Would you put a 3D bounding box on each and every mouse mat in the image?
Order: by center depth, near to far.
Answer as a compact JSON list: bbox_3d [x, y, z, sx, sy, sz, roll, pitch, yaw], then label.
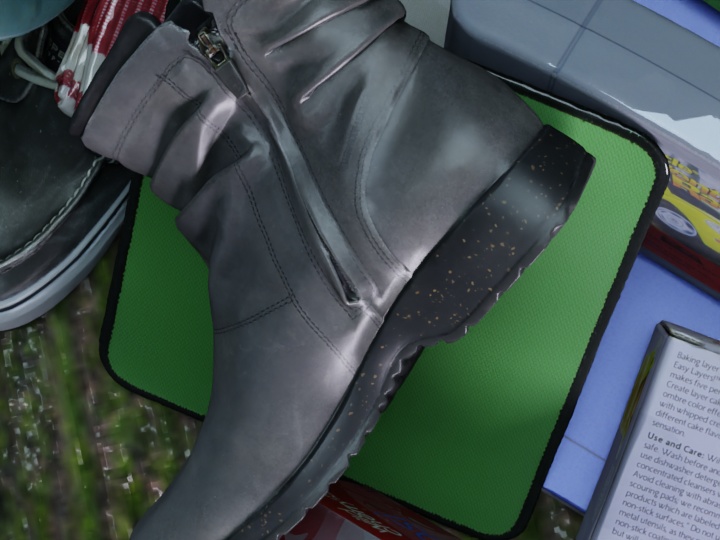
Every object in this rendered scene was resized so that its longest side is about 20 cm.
[{"bbox_3d":[0.000,0.000,0.840,0.160,0.201,0.008,23,46,5],"label":"mouse mat"}]

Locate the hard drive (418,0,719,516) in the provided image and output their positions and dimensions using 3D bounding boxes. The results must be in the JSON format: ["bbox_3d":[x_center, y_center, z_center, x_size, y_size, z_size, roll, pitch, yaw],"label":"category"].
[{"bbox_3d":[0.106,-0.015,0.902,0.131,0.025,0.201,30,86,6],"label":"hard drive"}]

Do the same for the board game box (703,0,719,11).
[{"bbox_3d":[0.159,-0.140,0.896,0.199,0.029,0.135,34,69,6],"label":"board game box"}]

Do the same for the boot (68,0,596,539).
[{"bbox_3d":[-0.037,-0.005,0.781,0.131,0.070,0.200,40,106,-3],"label":"boot"}]

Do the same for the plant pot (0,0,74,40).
[{"bbox_3d":[-0.170,-0.158,0.817,0.187,0.200,0.201,18,84,27],"label":"plant pot"}]

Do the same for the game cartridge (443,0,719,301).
[{"bbox_3d":[0.113,-0.027,0.823,0.199,0.133,0.041,32,75,6],"label":"game cartridge"}]

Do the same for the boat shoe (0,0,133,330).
[{"bbox_3d":[-0.093,-0.074,0.896,0.072,0.071,0.201,29,85,6],"label":"boat shoe"}]

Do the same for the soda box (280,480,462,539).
[{"bbox_3d":[0.031,0.125,0.812,0.200,0.070,0.064,25,95,46],"label":"soda box"}]

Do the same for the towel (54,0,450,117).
[{"bbox_3d":[-0.010,-0.117,0.882,0.144,0.023,0.201,26,84,-38],"label":"towel"}]

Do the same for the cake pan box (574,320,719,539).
[{"bbox_3d":[0.158,0.134,0.852,0.199,0.052,0.185,19,96,2],"label":"cake pan box"}]
